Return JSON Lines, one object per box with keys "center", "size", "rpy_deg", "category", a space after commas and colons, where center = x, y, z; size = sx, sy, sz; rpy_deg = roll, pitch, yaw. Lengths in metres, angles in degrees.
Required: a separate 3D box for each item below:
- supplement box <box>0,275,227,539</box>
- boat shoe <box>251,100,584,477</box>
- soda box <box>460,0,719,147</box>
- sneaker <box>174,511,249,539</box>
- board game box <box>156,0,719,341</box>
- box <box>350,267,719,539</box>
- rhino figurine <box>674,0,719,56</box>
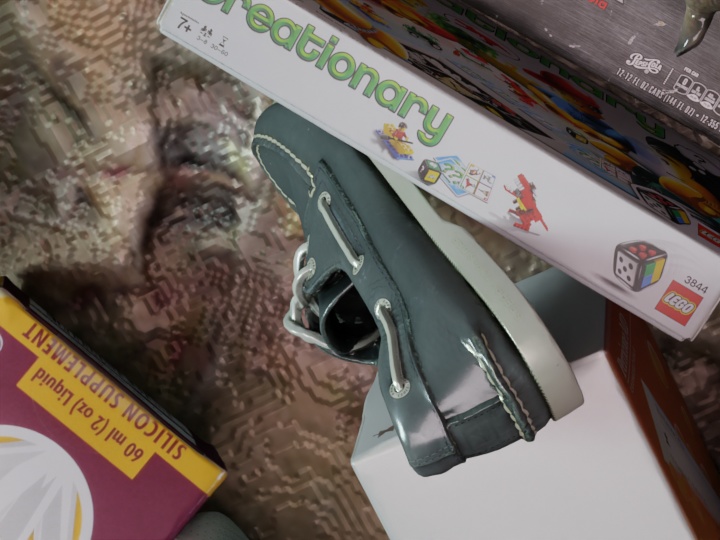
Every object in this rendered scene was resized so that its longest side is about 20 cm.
{"center": [-0.156, 0.113, 0.823], "size": [0.110, 0.086, 0.200], "rpy_deg": [40, 86, -8], "category": "supplement box"}
{"center": [0.000, 0.000, 0.749], "size": [0.062, 0.200, 0.073], "rpy_deg": [-36, 130, -6], "category": "boat shoe"}
{"center": [0.070, -0.117, 0.769], "size": [0.200, 0.063, 0.071], "rpy_deg": [29, 108, -3], "category": "soda box"}
{"center": [-0.066, 0.192, 0.881], "size": [0.080, 0.070, 0.201], "rpy_deg": [-2, 108, 11], "category": "sneaker"}
{"center": [0.035, -0.058, 0.759], "size": [0.200, 0.126, 0.035], "rpy_deg": [30, 109, -3], "category": "board game box"}
{"center": [0.088, 0.112, 0.807], "size": [0.097, 0.124, 0.200], "rpy_deg": [-24, 103, 14], "category": "box"}
{"center": [0.129, -0.138, 0.707], "size": [0.087, 0.200, 0.060], "rpy_deg": [0, 151, 15], "category": "rhino figurine"}
